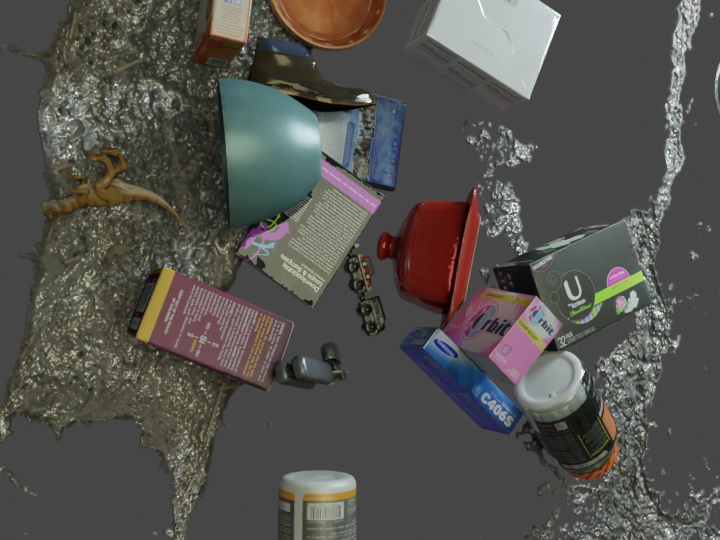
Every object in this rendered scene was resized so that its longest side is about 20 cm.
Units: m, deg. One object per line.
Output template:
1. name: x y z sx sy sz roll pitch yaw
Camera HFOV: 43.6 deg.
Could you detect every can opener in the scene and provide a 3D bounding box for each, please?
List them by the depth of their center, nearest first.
1. can opener: -0.069 0.132 1.279 0.052 0.200 0.068 -16 75 14

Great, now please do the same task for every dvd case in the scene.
1. dvd case: -0.028 -0.212 1.393 0.196 0.017 0.146 10 84 -21

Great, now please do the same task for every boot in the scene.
1. boot: -0.070 -0.289 1.331 0.195 0.075 0.099 0 90 -19

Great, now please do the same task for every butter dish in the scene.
1. butter dish: 0.096 -0.024 1.362 0.144 0.200 0.204 13 82 4

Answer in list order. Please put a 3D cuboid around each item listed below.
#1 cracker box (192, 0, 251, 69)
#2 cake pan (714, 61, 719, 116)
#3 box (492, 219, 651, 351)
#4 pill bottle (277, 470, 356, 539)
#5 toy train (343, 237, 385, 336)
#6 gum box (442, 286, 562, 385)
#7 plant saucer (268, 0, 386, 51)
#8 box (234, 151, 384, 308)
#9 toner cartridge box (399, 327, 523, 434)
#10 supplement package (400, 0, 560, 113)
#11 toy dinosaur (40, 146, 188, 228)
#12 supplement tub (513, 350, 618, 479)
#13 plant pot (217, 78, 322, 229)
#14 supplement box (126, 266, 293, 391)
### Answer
1. cracker box: -0.189 -0.406 1.279 0.056 0.134 0.205 8 84 -20
2. cake pan: 0.756 -0.335 1.695 0.196 0.037 0.206 1 87 -21
3. box: 0.345 0.025 1.468 0.197 0.124 0.151 -23 95 -19
4. pill bottle: -0.063 0.398 1.292 0.114 0.116 0.205 2 87 -21
5. toy train: 0.000 0.000 1.383 0.045 0.034 0.204 -18 93 -23
6. gum box: 0.206 0.095 1.373 0.066 0.199 0.114 43 80 -16
7. plant saucer: -0.053 -0.440 1.390 0.196 0.032 0.206 1 87 -22
8. box: -0.075 -0.067 1.334 0.142 0.036 0.202 35 81 -4
9. toner cartridge box: 0.156 0.171 1.401 0.200 0.095 0.043 45 72 -14
10. supplement package: 0.191 -0.378 1.438 0.197 0.111 0.158 27 78 -18
11. toy dinosaur: -0.343 -0.113 1.254 0.195 0.060 0.109 -4 112 -16
12. supplement tub: 0.333 0.234 1.431 0.123 0.122 0.201 -45 124 -17
13. plant pot: -0.125 -0.165 1.243 0.131 0.200 0.205 -5 89 -10
14. supplement box: -0.210 0.080 1.246 0.197 0.131 0.105 24 80 -17
